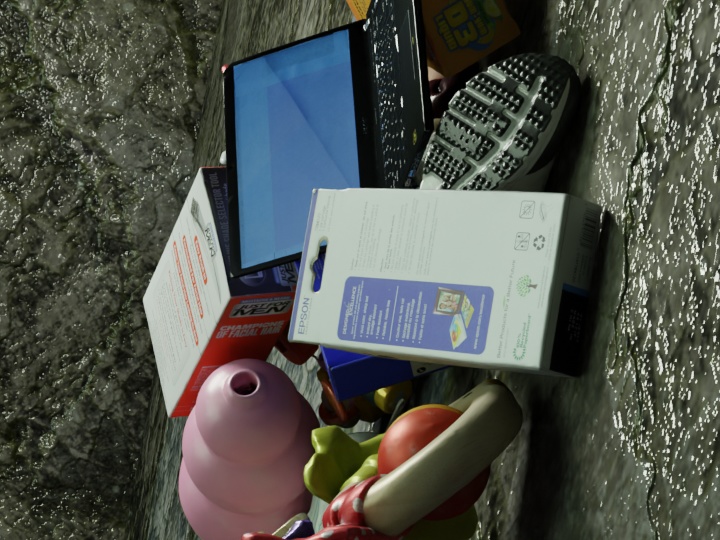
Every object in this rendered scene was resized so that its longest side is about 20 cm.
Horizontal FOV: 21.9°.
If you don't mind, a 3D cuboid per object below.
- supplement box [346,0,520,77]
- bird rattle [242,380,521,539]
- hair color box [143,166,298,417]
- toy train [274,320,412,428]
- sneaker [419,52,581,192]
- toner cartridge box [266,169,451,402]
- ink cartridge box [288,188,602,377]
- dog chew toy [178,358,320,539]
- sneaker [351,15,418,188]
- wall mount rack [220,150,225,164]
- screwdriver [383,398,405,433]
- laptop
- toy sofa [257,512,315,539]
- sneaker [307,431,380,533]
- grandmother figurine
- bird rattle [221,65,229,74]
[{"bbox_3d":[0.042,-0.201,1.339,0.067,0.069,0.200,62,171,-24],"label":"supplement box"},{"bbox_3d":[0.017,0.118,1.047,0.163,0.113,0.200,-39,-8,12],"label":"bird rattle"},{"bbox_3d":[-0.107,0.019,1.418,0.200,0.063,0.112,121,139,-56],"label":"hair color box"},{"bbox_3d":[-0.037,0.064,1.412,0.056,0.150,0.200,-44,5,-15],"label":"toy train"},{"bbox_3d":[0.077,-0.043,1.141,0.074,0.080,0.201,46,112,39],"label":"sneaker"},{"bbox_3d":[0.001,-0.012,1.284,0.043,0.094,0.201,78,175,-53],"label":"toner cartridge box"},{"bbox_3d":[0.045,0.004,1.077,0.199,0.039,0.100,5,84,43],"label":"ink cartridge box"},{"bbox_3d":[-0.081,0.138,1.413,0.201,0.124,0.125,90,-177,-55],"label":"dog chew toy"},{"bbox_3d":[0.013,-0.158,1.484,0.088,0.074,0.201,48,-153,-48],"label":"sneaker"},{"bbox_3d":[-0.136,-0.117,2.245,0.201,0.074,0.175,112,164,-48],"label":"wall mount rack"},{"bbox_3d":[0.006,0.156,1.416,0.029,0.028,0.201,-48,-14,-48],"label":"screwdriver"},{"bbox_3d":[-0.027,-0.117,1.242,0.200,0.102,0.178,113,156,-60],"label":"laptop"},{"bbox_3d":[-0.045,0.263,1.288,0.083,0.097,0.201,48,160,32],"label":"toy sofa"},{"bbox_3d":[-0.019,0.214,1.375,0.081,0.070,0.201,-105,25,-48],"label":"sneaker"},{"bbox_3d":[0.052,-0.119,1.364,0.200,0.060,0.122,-95,22,-58],"label":"grandmother figurine"},{"bbox_3d":[-0.045,-0.067,1.448,0.201,0.112,0.164,95,165,-49],"label":"bird rattle"}]
